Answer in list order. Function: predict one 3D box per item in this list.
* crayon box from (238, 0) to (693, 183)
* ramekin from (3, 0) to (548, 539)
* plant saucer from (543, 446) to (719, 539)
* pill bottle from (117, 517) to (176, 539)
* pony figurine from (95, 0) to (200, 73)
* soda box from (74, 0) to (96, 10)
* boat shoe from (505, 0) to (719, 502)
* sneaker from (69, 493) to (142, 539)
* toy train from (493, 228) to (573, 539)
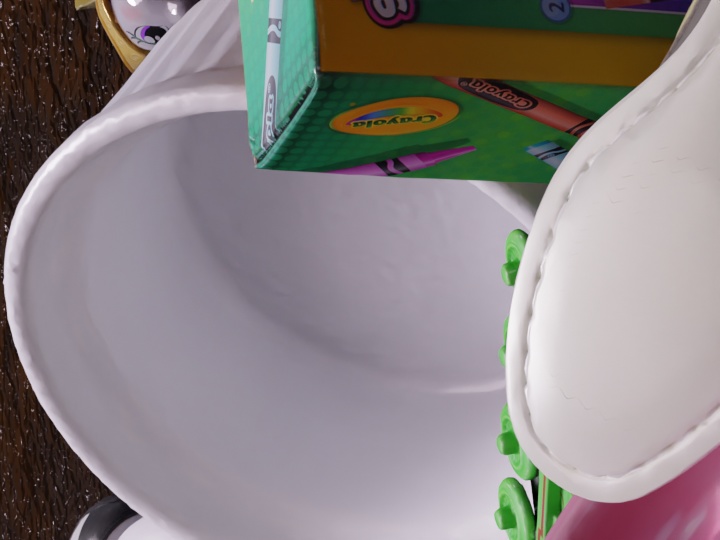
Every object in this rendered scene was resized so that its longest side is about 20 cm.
[{"bbox_3d":[0.027,-0.125,0.682,0.058,0.118,0.201,132,136,-62],"label":"crayon box"},{"bbox_3d":[0.000,0.000,0.811,0.098,0.200,0.201,-65,-3,-47],"label":"ramekin"},{"bbox_3d":[0.088,0.084,0.581,0.201,0.051,0.201,-53,12,16],"label":"plant saucer"},{"bbox_3d":[-0.024,0.185,0.993,0.112,0.112,0.201,132,129,-58],"label":"pill bottle"},{"bbox_3d":[-0.095,-0.150,0.910,0.193,0.166,0.200,51,162,0],"label":"pony figurine"},{"bbox_3d":[-0.061,-0.153,1.074,0.200,0.064,0.068,173,91,-66],"label":"soda box"},{"bbox_3d":[0.098,-0.037,0.589,0.072,0.060,0.202,34,111,21],"label":"boat shoe"},{"bbox_3d":[-0.064,0.185,1.078,0.080,0.074,0.201,-8,100,61],"label":"sneaker"},{"bbox_3d":[0.063,0.068,0.732,0.056,0.042,0.200,-119,22,-47],"label":"toy train"}]
